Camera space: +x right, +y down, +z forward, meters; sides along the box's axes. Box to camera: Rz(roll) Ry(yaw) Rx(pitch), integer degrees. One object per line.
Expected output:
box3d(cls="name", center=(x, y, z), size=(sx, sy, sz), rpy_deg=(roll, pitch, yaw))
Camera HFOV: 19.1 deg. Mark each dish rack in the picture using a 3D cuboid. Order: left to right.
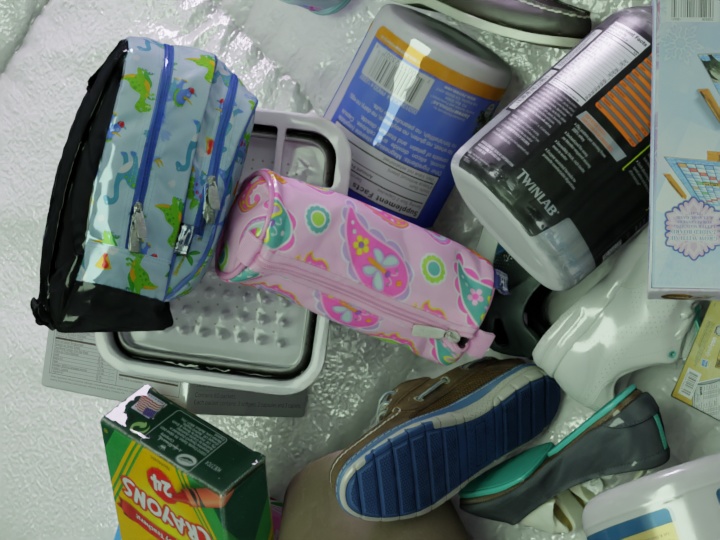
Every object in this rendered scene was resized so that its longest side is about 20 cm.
box3d(cls="dish rack", center=(-0.097, -0.018, 1.544), size=(0.171, 0.044, 0.201), rpy_deg=(7, 90, 6))

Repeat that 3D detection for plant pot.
box3d(cls="plant pot", center=(0.011, 0.225, 1.538), size=(0.200, 0.200, 0.175), rpy_deg=(-35, 50, 29))

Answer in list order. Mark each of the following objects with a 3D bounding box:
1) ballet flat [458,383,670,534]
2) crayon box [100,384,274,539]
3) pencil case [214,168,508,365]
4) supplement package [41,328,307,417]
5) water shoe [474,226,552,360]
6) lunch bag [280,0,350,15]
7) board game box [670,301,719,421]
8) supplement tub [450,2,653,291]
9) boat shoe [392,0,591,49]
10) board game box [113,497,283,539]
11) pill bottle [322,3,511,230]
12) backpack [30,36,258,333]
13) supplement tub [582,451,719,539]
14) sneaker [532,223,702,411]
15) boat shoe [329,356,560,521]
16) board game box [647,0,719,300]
box3d(cls="ballet flat", center=(0.145, 0.147, 1.498), size=(0.200, 0.073, 0.073), rpy_deg=(-37, 65, 46))
box3d(cls="crayon box", center=(-0.121, 0.195, 1.588), size=(0.127, 0.051, 0.200), rpy_deg=(27, 140, 32))
box3d(cls="pencil case", center=(0.000, 0.000, 1.476), size=(0.087, 0.200, 0.088), rpy_deg=(-44, 33, 40))
box3d(cls="supplement package", center=(-0.132, 0.004, 1.669), size=(0.150, 0.152, 0.201), rpy_deg=(8, 90, 35))
box3d(cls="water shoe", center=(0.132, -0.035, 1.539), size=(0.079, 0.071, 0.201), rpy_deg=(21, 107, 25))
box3d(cls="lunch bag", center=(-0.054, -0.307, 1.687), size=(0.161, 0.077, 0.200), rpy_deg=(-52, 59, 22))
box3d(cls="board game box", center=(0.304, 0.021, 1.421), size=(0.135, 0.035, 0.200), rpy_deg=(28, 102, 34))
box3d(cls="supplement tub", center=(0.169, -0.092, 1.443), size=(0.200, 0.123, 0.123), rpy_deg=(-41, 60, -6))
box3d(cls="boat shoe", center=(0.090, -0.210, 1.576), size=(0.201, 0.072, 0.061), rpy_deg=(23, 104, 38))
box3d(cls="board game box", center=(-0.113, 0.245, 1.702), size=(0.200, 0.040, 0.153), rpy_deg=(22, 99, 35))
box3d(cls="pill bottle", center=(0.020, -0.086, 1.592), size=(0.112, 0.112, 0.200), rpy_deg=(38, 108, 32))
box3d(cls="backpack", center=(-0.148, -0.058, 1.459), size=(0.153, 0.163, 0.201), rpy_deg=(0, 88, -9))
box3d(cls="supplement tub", center=(0.237, 0.224, 1.379), size=(0.144, 0.145, 0.201), rpy_deg=(-24, 77, 32))
box3d(cls="sneaker", center=(0.213, 0.018, 1.478), size=(0.088, 0.075, 0.200), rpy_deg=(45, 114, 12))
box3d(cls="boat shoe", center=(0.048, 0.116, 1.514), size=(0.072, 0.200, 0.072), rpy_deg=(26, 126, 44))
box3d(cls="board game box", center=(0.281, -0.079, 1.350), size=(0.199, 0.041, 0.200), rpy_deg=(2, 81, 7))
